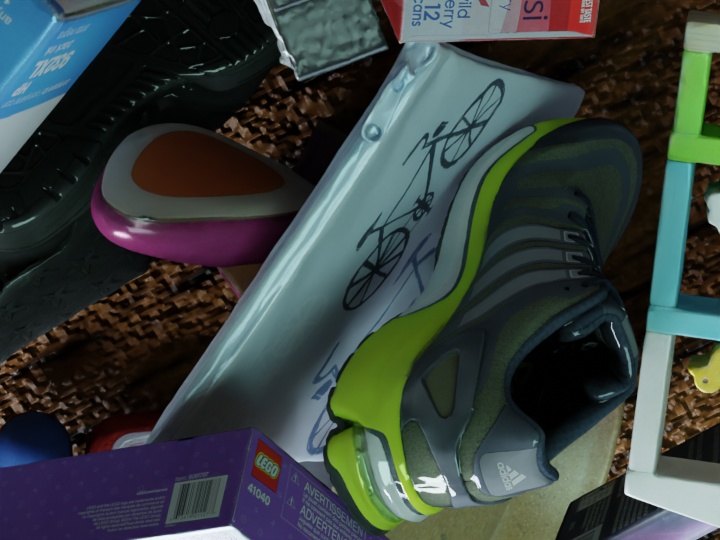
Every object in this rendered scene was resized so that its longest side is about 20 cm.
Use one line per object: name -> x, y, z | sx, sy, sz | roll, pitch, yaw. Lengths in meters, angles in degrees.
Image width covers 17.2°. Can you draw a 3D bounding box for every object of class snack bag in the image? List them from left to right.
snack bag -> 0.000, 0.000, 0.872 | 0.021, 0.200, 0.189 | 38, 102, 17

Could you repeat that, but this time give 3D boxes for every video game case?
video game case -> 0.164, 0.061, 0.903 | 0.199, 0.143, 0.019 | -29, 90, 10

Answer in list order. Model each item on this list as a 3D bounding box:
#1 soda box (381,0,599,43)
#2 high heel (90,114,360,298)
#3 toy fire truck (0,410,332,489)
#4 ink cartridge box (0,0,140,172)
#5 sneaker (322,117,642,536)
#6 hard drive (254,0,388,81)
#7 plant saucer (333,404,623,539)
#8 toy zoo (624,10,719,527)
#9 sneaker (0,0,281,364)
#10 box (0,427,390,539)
soda box -> 0.026, -0.147, 0.772 | 0.063, 0.200, 0.070 | -2, 123, -10
high heel -> -0.047, -0.001, 0.871 | 0.200, 0.067, 0.096 | -11, 130, -60
toy fire truck -> -0.095, 0.138, 0.998 | 0.199, 0.112, 0.169 | -3, 98, -10
ink cartridge box -> -0.196, -0.063, 0.796 | 0.145, 0.084, 0.200 | 42, 109, 1
sneaker -> 0.065, 0.017, 0.826 | 0.081, 0.200, 0.074 | -1, 130, 33
hard drive -> -0.046, -0.176, 0.768 | 0.038, 0.140, 0.201 | -20, 120, 1
plant saucer -> 0.041, 0.088, 0.959 | 0.200, 0.035, 0.201 | -37, 138, -42
toy zoo -> 0.161, 0.019, 0.800 | 0.131, 0.020, 0.201 | 7, 109, 9
sneaker -> -0.092, -0.043, 0.897 | 0.200, 0.060, 0.104 | -41, 160, -15
box -> -0.081, 0.114, 0.837 | 0.199, 0.039, 0.137 | -11, 142, 33
